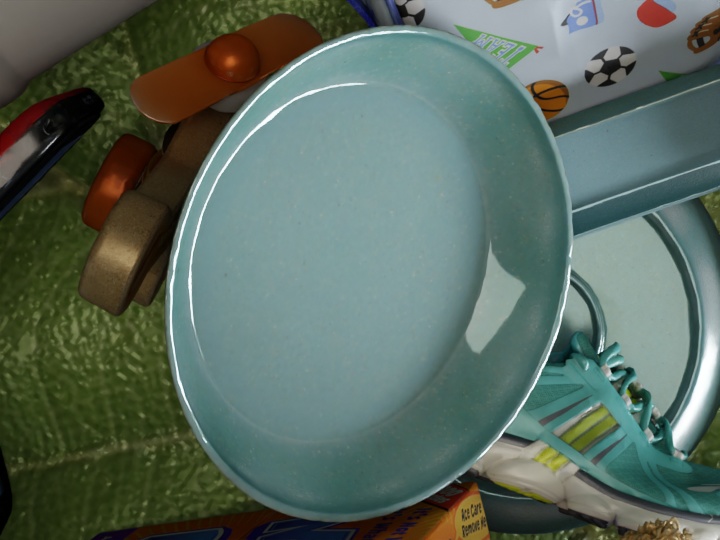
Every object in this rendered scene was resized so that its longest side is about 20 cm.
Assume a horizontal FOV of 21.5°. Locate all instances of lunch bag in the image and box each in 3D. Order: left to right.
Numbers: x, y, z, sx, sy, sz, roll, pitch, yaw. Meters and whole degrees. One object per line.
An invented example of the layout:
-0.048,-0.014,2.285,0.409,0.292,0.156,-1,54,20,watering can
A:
0.070,-0.132,0.790,0.159,0.200,0.076,-23,52,3,lunch bag

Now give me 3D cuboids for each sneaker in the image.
0.103,0.070,0.841,0.199,0.078,0.080,22,87,-3,sneaker

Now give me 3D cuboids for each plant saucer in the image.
0.000,0.000,0.764,0.199,0.036,0.202,-11,109,-34,plant saucer
0.080,0.027,0.884,0.198,0.027,0.202,0,96,-1,plant saucer
0.077,-0.037,0.837,0.199,0.019,0.070,-20,139,1,plant saucer

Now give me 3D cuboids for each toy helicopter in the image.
-0.073,-0.039,0.785,0.079,0.200,0.133,28,110,-2,toy helicopter

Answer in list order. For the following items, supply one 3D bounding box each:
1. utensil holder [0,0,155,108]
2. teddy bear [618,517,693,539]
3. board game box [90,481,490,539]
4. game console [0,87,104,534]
-0.114,-0.191,0.788,0.199,0.170,0.171,-32,96,0,utensil holder
0.117,0.176,0.730,0.199,0.067,0.146,33,80,-28,teddy bear
-0.049,0.223,0.787,0.198,0.200,0.202,-10,97,22,board game box
-0.141,0.024,0.791,0.172,0.200,0.119,-45,98,2,game console
